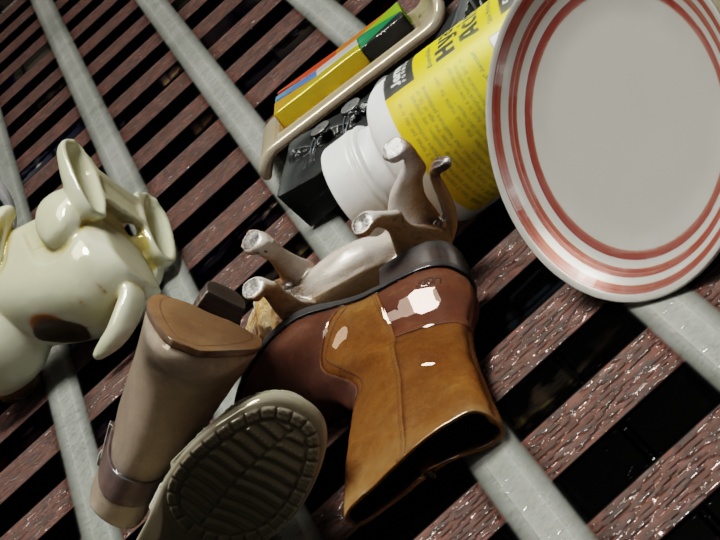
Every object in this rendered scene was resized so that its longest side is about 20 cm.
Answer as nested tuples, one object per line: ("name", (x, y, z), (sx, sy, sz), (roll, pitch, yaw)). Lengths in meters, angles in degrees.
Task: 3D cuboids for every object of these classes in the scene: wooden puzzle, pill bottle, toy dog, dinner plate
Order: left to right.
("toy dog", (-0.257, 0.026, 1.970), (0.200, 0.139, 0.194), (-34, 57, 19))
("wooden puzzle", (-0.013, -0.162, 1.951), (0.200, 0.037, 0.185), (-42, 9, 6))
("pill bottle", (0.075, -0.102, 1.576), (0.200, 0.111, 0.111), (-36, 20, 21))
("dinner plate", (0.145, -0.082, 1.331), (0.024, 0.200, 0.200), (-11, -6, -41))

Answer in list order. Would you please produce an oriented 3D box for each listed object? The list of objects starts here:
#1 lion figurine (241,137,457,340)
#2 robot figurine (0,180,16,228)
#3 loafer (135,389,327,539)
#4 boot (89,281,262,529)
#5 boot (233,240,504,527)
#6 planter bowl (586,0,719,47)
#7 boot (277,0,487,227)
("lion figurine", (0.000, 0.000, 1.528), (0.200, 0.122, 0.073), (-26, 50, 21))
("robot figurine", (-0.414, -0.025, 2.362), (0.150, 0.125, 0.200), (-25, 25, 24))
("loafer", (-0.086, 0.135, 1.398), (0.200, 0.076, 0.068), (-50, 11, 28))
("boot", (-0.119, 0.087, 1.432), (0.146, 0.070, 0.200), (-62, -2, 10))
("boot", (0.001, 0.091, 1.422), (0.188, 0.069, 0.200), (-30, 29, 15))
("planter bowl", (0.204, -0.154, 1.394), (0.200, 0.135, 0.200), (-38, 19, 16))
("boot", (0.036, -0.131, 1.806), (0.200, 0.066, 0.165), (-37, 11, 40))
